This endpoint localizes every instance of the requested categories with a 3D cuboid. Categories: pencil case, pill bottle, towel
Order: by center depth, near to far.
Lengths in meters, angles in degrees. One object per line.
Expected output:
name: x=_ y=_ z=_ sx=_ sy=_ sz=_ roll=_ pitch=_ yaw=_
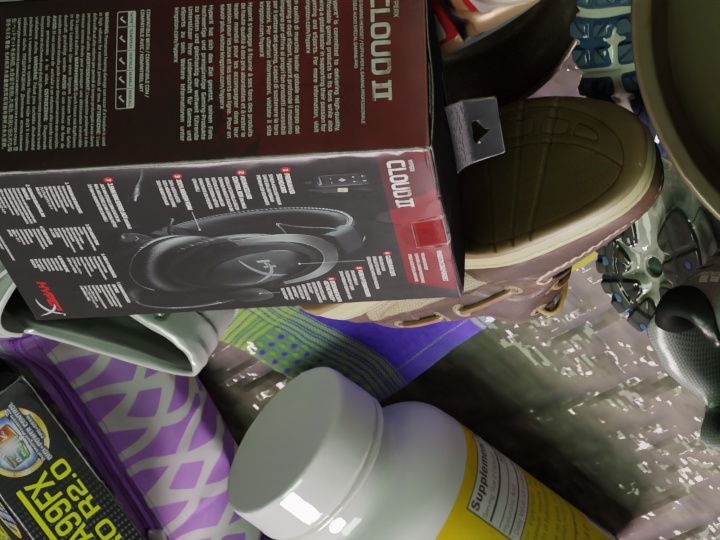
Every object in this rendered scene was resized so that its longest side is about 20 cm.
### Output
towel: x=0.000 y=0.000 z=1.259 sx=0.143 sy=0.023 sz=0.200 roll=29 pitch=139 yaw=-26
pill bottle: x=0.036 y=0.133 z=1.316 sx=0.200 sy=0.112 sz=0.111 roll=37 pitch=133 yaw=-23
pencil case: x=-0.119 y=0.073 z=1.352 sx=0.084 sy=0.086 sz=0.201 roll=-8 pitch=126 yaw=33

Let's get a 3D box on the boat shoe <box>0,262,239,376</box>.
boat shoe: x=-0.146 y=-0.006 z=1.162 sx=0.199 sy=0.067 sz=0.074 roll=11 pitch=145 yaw=18

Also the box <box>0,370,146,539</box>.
box: x=-0.152 y=0.123 z=1.335 sx=0.161 sy=0.044 sz=0.200 roll=54 pitch=166 yaw=-11

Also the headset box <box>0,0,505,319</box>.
headset box: x=-0.045 y=-0.045 z=1.057 sx=0.199 sy=0.078 sz=0.149 roll=-5 pitch=158 yaw=6

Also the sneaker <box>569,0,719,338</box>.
sneaker: x=0.141 y=-0.073 z=1.137 sx=0.077 sy=0.085 sz=0.201 roll=25 pitch=130 yaw=36

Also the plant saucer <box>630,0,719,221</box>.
plant saucer: x=0.199 y=-0.093 z=1.043 sx=0.199 sy=0.201 sz=0.029 roll=26 pitch=174 yaw=-4

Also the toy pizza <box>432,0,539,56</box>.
toy pizza: x=0.014 y=-0.130 z=1.039 sx=0.199 sy=0.032 sz=0.201 roll=-15 pitch=148 yaw=-10

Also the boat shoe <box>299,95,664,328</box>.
boat shoe: x=0.060 y=-0.015 z=1.155 sx=0.072 sy=0.073 sz=0.199 roll=27 pitch=144 yaw=-35

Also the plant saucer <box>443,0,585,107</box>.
plant saucer: x=0.004 y=-0.146 z=1.145 sx=0.199 sy=0.035 sz=0.201 roll=11 pitch=133 yaw=12

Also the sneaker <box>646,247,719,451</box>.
sneaker: x=0.167 y=-0.017 z=1.077 sx=0.075 sy=0.115 sz=0.201 roll=21 pitch=116 yaw=44
